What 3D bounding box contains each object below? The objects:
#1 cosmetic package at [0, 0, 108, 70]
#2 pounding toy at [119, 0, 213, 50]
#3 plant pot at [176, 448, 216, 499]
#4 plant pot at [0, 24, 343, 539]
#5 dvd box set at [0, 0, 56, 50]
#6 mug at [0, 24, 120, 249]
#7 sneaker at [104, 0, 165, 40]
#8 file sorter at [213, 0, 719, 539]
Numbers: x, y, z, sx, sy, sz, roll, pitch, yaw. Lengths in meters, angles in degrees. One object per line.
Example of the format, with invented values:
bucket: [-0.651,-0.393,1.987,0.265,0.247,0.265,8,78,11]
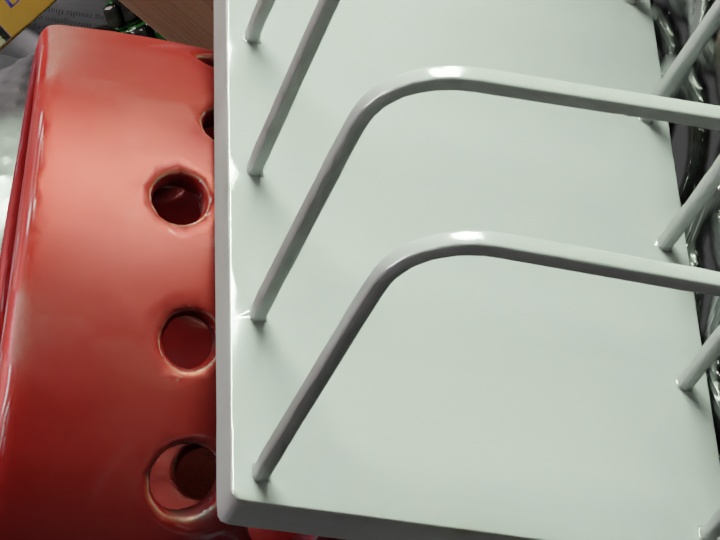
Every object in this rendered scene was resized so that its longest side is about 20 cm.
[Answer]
cosmetic package: [-0.123,-0.203,1.167,0.123,0.198,0.201,-102,25,-52]
pounding toy: [-0.030,-0.161,0.798,0.142,0.184,0.201,-31,32,37]
plant pot: [-0.085,0.142,0.843,0.201,0.193,0.203,-177,90,-81]
plant pot: [-0.027,0.036,0.692,0.200,0.181,0.202,-172,90,-82]
dvd box set: [-0.110,-0.172,1.023,0.200,0.029,0.147,-38,14,19]
mug: [-0.156,-0.051,1.093,0.175,0.199,0.148,-45,-19,-30]
sneaker: [-0.053,-0.099,0.950,0.085,0.077,0.201,-43,-49,-49]
file sorter: [0.044,-0.043,0.578,0.125,0.138,0.201,122,152,-51]
